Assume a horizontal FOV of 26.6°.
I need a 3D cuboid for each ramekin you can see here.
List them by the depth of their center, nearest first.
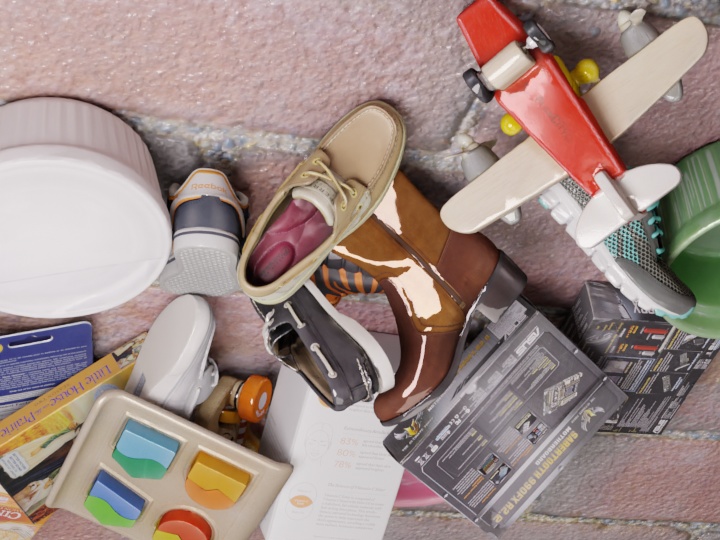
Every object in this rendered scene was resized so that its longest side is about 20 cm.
[{"bbox_3d":[-0.257,-0.056,1.268,0.201,0.095,0.203,-5,141,-4],"label":"ramekin"},{"bbox_3d":[0.358,-0.034,1.402,0.199,0.098,0.200,-5,141,-4],"label":"ramekin"}]

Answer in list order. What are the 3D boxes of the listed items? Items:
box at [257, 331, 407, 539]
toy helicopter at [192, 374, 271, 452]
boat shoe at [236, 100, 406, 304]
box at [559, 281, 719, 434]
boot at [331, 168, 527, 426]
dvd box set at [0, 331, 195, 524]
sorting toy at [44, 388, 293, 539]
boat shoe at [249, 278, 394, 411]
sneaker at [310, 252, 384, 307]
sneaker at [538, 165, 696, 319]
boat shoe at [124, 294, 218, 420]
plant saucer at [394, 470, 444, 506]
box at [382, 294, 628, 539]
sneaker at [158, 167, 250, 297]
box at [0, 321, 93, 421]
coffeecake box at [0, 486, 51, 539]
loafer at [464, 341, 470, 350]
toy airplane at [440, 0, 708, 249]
[{"bbox_3d":[-0.024,0.166,1.518,0.124,0.098,0.201,9,110,-21],"label":"box"},{"bbox_3d":[-0.133,0.181,1.573,0.079,0.133,0.200,15,164,17],"label":"toy helicopter"},{"bbox_3d":[-0.031,-0.055,1.262,0.074,0.066,0.200,35,92,4],"label":"boat shoe"},{"bbox_3d":[0.276,0.096,1.587,0.157,0.050,0.200,4,140,-14],"label":"box"},{"bbox_3d":[0.016,0.013,1.318,0.200,0.069,0.188,38,99,-11],"label":"boot"},{"bbox_3d":[-0.271,0.160,1.520,0.200,0.029,0.147,-32,144,-10],"label":"dvd box set"},{"bbox_3d":[-0.187,0.212,1.463,0.199,0.037,0.185,23,129,-11],"label":"sorting toy"},{"bbox_3d":[-0.050,0.057,1.306,0.060,0.200,0.074,-28,133,-22],"label":"boat shoe"},{"bbox_3d":[0.000,0.000,1.411,0.199,0.078,0.112,13,142,-9],"label":"sneaker"},{"bbox_3d":[0.230,-0.047,1.316,0.091,0.200,0.078,-43,175,20],"label":"sneaker"},{"bbox_3d":[-0.173,0.106,1.451,0.068,0.072,0.201,9,122,-31],"label":"boat shoe"},{"bbox_3d":[0.067,0.188,1.664,0.200,0.051,0.201,-6,142,-4],"label":"plant saucer"},{"bbox_3d":[0.143,0.145,1.489,0.200,0.048,0.158,-48,122,2],"label":"box"},{"bbox_3d":[-0.136,-0.031,1.345,0.078,0.080,0.200,5,165,-11],"label":"sneaker"},{"bbox_3d":[-0.323,0.110,1.496,0.121,0.032,0.200,-10,144,-17],"label":"box"},{"bbox_3d":[-0.424,0.246,1.631,0.153,0.073,0.200,16,136,-29],"label":"coffeecake box"},{"bbox_3d":[0.126,0.131,1.551,0.200,0.070,0.070,39,98,-15],"label":"loafer"},{"bbox_3d":[0.170,-0.119,1.230,0.199,0.141,0.200,5,109,4],"label":"toy airplane"}]
